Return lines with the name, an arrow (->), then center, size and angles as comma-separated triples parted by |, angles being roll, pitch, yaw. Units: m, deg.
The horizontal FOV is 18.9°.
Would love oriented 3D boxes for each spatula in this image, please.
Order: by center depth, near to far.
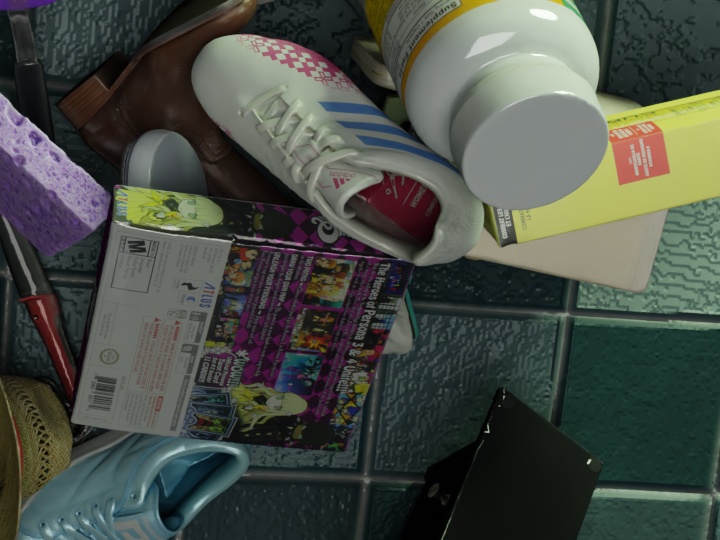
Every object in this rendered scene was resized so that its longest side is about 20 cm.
spatula -> -0.205, -0.137, 1.325 | 0.056, 0.021, 0.200 | -5, 138, -3

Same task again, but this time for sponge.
sponge -> -0.241, -0.091, 1.321 | 0.200, 0.112, 0.030 | 45, 70, -10

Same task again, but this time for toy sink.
toy sink -> 0.084, -0.065, 1.371 | 0.199, 0.130, 0.112 | 12, 102, -11

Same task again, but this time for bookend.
bookend -> 0.042, 0.209, 1.439 | 0.092, 0.199, 0.200 | 37, 52, -15

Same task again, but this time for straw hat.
straw hat -> -0.231, 0.106, 1.370 | 0.085, 0.201, 0.202 | -7, 107, -39

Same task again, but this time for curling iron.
curling iron -> -0.217, 0.025, 1.405 | 0.049, 0.026, 0.200 | -14, 105, -1

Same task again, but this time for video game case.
video game case -> -0.075, 0.034, 1.317 | 0.181, 0.036, 0.200 | 7, 139, -10

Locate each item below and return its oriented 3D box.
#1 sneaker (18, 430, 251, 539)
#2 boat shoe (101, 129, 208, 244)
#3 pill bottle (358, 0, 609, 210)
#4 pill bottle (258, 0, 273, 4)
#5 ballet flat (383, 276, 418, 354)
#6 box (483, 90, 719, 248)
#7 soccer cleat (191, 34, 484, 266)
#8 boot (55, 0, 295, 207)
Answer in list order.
sneaker -> -0.157, 0.152, 1.409 | 0.200, 0.082, 0.074 | -39, 121, 3
boat shoe -> -0.131, -0.010, 1.359 | 0.066, 0.070, 0.200 | 12, 142, 21
pill bottle -> 0.069, -0.130, 1.227 | 0.112, 0.200, 0.113 | -10, 135, -10
pill bottle -> 0.018, -0.235, 1.330 | 0.200, 0.110, 0.110 | -17, 105, -3
ballet flat -> 0.000, 0.000, 1.354 | 0.069, 0.070, 0.200 | -13, 149, -4
box -> 0.166, -0.065, 1.278 | 0.199, 0.075, 0.050 | -12, 105, -3
soccer cleat -> -0.018, -0.071, 1.231 | 0.200, 0.086, 0.070 | 33, 113, 10
boot -> -0.071, -0.070, 1.351 | 0.186, 0.064, 0.200 | -28, 107, 43
